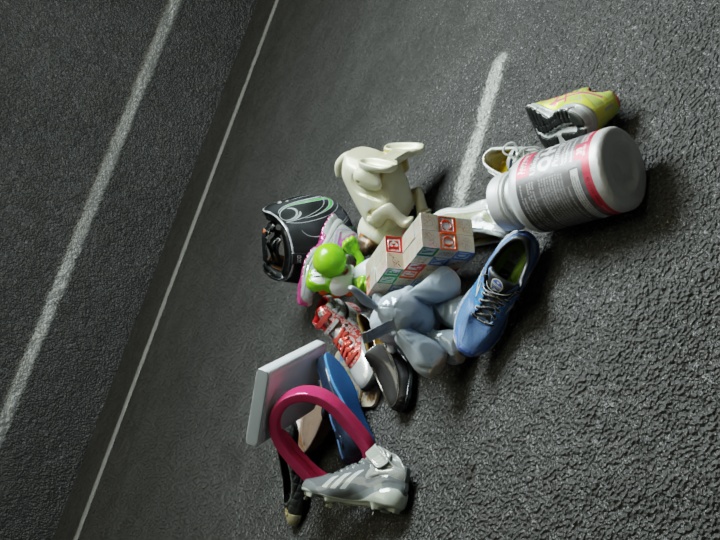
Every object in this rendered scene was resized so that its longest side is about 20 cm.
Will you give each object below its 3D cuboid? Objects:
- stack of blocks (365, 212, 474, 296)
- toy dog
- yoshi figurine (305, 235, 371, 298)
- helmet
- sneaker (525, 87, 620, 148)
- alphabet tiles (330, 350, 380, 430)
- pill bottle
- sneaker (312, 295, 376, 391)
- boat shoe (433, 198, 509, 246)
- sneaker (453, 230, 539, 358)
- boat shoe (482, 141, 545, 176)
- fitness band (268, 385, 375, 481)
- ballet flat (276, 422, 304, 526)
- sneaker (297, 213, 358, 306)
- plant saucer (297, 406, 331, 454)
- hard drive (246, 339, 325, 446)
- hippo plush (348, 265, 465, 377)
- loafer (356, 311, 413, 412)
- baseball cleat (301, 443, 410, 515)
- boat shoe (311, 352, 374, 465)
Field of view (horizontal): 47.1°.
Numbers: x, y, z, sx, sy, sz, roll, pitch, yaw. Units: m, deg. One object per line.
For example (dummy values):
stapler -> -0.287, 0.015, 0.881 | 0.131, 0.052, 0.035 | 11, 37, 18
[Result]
stack of blocks -> 0.089, -0.018, 1.316 | 0.200, 0.114, 0.059 | 126, 146, -61
toy dog -> 0.033, -0.121, 1.532 | 0.192, 0.202, 0.140 | 4, 26, 26
yoshi figurine -> -0.001, -0.008, 1.455 | 0.112, 0.198, 0.113 | 23, -118, -88
helmet -> -0.104, -0.066, 1.721 | 0.199, 0.189, 0.202 | 23, 119, 49
sneaker -> 0.314, -0.228, 1.216 | 0.090, 0.079, 0.200 | -34, 18, -5
alphabet tiles -> -0.012, 0.195, 1.522 | 0.195, 0.015, 0.202 | -16, 54, 58
pill bottle -> 0.270, -0.113, 1.113 | 0.199, 0.110, 0.112 | -15, 54, 48
sneaker -> -0.031, 0.126, 1.476 | 0.067, 0.107, 0.202 | -51, 29, 27
boat shoe -> 0.168, -0.061, 1.336 | 0.201, 0.074, 0.065 | -14, 51, 50
sneaker -> 0.187, 0.030, 1.175 | 0.201, 0.078, 0.089 | -65, -15, 3
boat shoe -> 0.247, -0.159, 1.248 | 0.075, 0.086, 0.202 | -64, 28, 5
fitness band -> -0.062, 0.278, 1.343 | 0.143, 0.200, 0.037 | -36, 9, 26
ballet flat -> -0.137, 0.365, 1.501 | 0.066, 0.056, 0.202 | -6, 91, 60
sneaker -> -0.056, -0.012, 1.556 | 0.082, 0.088, 0.201 | 112, -176, -62
plant saucer -> -0.086, 0.258, 1.564 | 0.201, 0.034, 0.201 | -52, 26, 39
hard drive -> -0.124, 0.206, 1.416 | 0.026, 0.200, 0.133 | 16, 106, 22
hippo plush -> 0.078, 0.095, 1.296 | 0.161, 0.198, 0.161 | 133, 122, -71
loafer -> 0.036, 0.151, 1.389 | 0.073, 0.072, 0.201 | -56, 32, 31
baseball cleat -> -0.003, 0.325, 1.300 | 0.199, 0.070, 0.107 | -1, 67, 35
boat shoe -> -0.044, 0.235, 1.414 | 0.068, 0.084, 0.201 | -37, 51, 21
